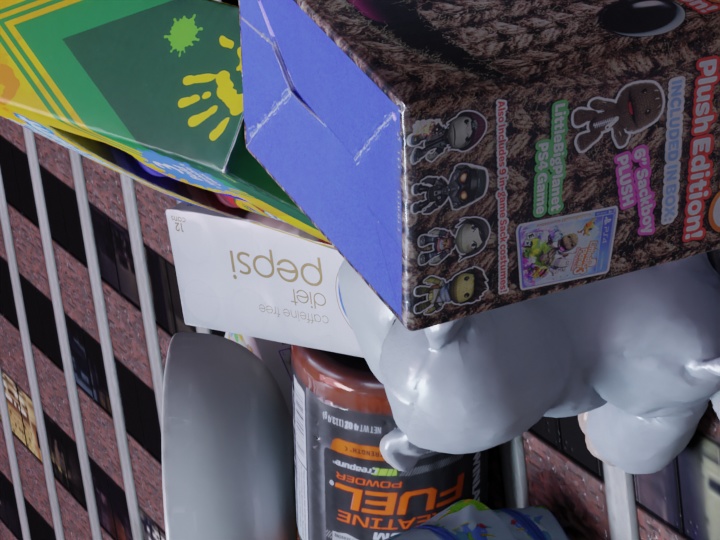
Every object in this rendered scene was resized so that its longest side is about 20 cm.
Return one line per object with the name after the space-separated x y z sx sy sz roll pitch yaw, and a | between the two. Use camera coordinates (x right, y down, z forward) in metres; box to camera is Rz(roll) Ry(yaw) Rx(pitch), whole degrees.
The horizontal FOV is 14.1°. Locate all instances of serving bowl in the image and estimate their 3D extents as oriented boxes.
-0.064 0.133 1.638 0.200 0.065 0.202 -4 -90 -86 | serving bowl

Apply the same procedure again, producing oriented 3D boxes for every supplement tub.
0.017 0.111 1.563 0.107 0.106 0.201 -130 31 -50 | supplement tub

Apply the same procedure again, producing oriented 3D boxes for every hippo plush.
0.075 0.041 1.274 0.160 0.160 0.200 97 151 -46 | hippo plush

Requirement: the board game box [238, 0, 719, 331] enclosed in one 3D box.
0.072 -0.077 1.142 0.159 0.199 0.097 -132 34 -51 | board game box

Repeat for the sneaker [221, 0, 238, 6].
-0.018 -0.175 1.370 0.201 0.114 0.076 -93 -7 -46 | sneaker

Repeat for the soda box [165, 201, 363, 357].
0.000 0.000 1.467 0.199 0.064 0.069 10 118 37 | soda box

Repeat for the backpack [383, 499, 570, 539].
0.074 0.212 1.460 0.200 0.154 0.164 41 149 21 | backpack

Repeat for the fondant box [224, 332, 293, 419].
-0.027 0.128 1.763 0.145 0.058 0.201 108 141 -56 | fondant box

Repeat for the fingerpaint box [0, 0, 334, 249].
-0.062 -0.067 1.316 0.166 0.200 0.074 18 86 33 | fingerpaint box
